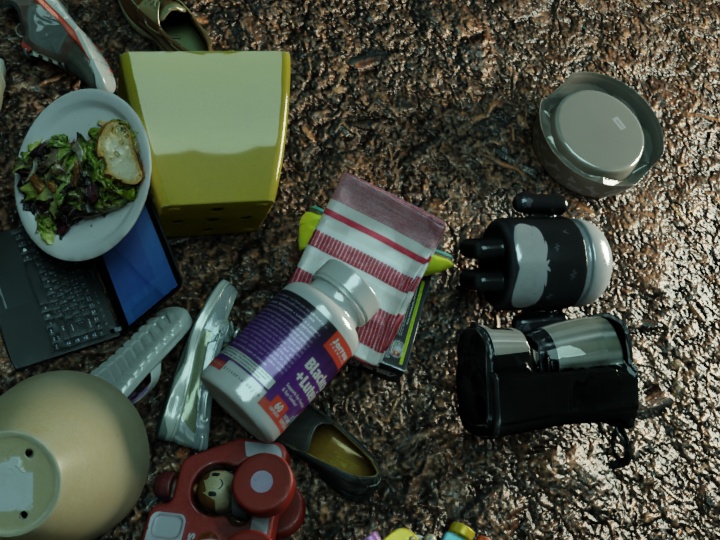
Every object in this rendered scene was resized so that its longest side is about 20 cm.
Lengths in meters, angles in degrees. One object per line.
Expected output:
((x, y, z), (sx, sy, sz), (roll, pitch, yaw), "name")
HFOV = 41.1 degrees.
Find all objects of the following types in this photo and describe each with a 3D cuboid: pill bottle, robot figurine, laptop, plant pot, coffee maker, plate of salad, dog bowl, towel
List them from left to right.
((-0.315, 0.195, 0.935), (0.186, 0.200, 0.188), (0, 86, -4), "plant pot")
((-0.326, -0.111, 1.094), (0.199, 0.048, 0.201), (-2, 85, 24), "plate of salad")
((-0.333, -0.009, 1.118), (0.199, 0.103, 0.178), (-18, 70, -23), "laptop")
((-0.191, -0.145, 1.183), (0.199, 0.200, 0.177), (-4, 76, -17), "plant pot")
((-0.073, 0.085, 1.075), (0.111, 0.111, 0.200), (41, 71, 7), "pill bottle")
((0.000, 0.000, 1.155), (0.144, 0.023, 0.201), (26, 86, 0), "towel")
((0.232, -0.009, 1.266), (0.199, 0.151, 0.125), (-2, 43, -15), "robot figurine")
((0.230, 0.153, 1.177), (0.199, 0.135, 0.193), (-5, 67, -17), "coffee maker")
((0.347, -0.197, 1.425), (0.199, 0.059, 0.201), (6, 64, -13), "dog bowl")

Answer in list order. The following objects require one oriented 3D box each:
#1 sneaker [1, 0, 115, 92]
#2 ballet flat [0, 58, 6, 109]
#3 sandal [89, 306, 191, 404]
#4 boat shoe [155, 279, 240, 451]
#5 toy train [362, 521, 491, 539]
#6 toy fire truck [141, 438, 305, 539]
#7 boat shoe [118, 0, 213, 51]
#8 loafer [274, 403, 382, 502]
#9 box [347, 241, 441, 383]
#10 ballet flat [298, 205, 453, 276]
((-0.402, -0.295, 1.273), (0.082, 0.077, 0.200), (-39, 77, 0), "sneaker")
((-0.494, -0.273, 1.230), (0.069, 0.070, 0.200), (-29, 74, -26), "ballet flat")
((-0.262, 0.125, 1.099), (0.203, 0.082, 0.050), (-46, 125, -22), "sandal")
((-0.180, 0.109, 1.124), (0.065, 0.074, 0.203), (21, 65, -11), "boat shoe")
((0.066, 0.364, 1.076), (0.199, 0.056, 0.151), (-7, 68, -15), "toy train")
((-0.153, 0.277, 1.034), (0.167, 0.112, 0.201), (4, 61, 8), "toy fire truck")
((-0.261, -0.345, 1.320), (0.076, 0.074, 0.200), (-35, 78, -27), "boat shoe")
((-0.056, 0.188, 1.115), (0.200, 0.072, 0.073), (32, 62, 3), "loafer")
((0.003, 0.023, 1.229), (0.160, 0.044, 0.201), (20, 61, -6), "box")
((0.015, -0.018, 1.199), (0.199, 0.067, 0.067), (20, 82, -2), "ballet flat")
